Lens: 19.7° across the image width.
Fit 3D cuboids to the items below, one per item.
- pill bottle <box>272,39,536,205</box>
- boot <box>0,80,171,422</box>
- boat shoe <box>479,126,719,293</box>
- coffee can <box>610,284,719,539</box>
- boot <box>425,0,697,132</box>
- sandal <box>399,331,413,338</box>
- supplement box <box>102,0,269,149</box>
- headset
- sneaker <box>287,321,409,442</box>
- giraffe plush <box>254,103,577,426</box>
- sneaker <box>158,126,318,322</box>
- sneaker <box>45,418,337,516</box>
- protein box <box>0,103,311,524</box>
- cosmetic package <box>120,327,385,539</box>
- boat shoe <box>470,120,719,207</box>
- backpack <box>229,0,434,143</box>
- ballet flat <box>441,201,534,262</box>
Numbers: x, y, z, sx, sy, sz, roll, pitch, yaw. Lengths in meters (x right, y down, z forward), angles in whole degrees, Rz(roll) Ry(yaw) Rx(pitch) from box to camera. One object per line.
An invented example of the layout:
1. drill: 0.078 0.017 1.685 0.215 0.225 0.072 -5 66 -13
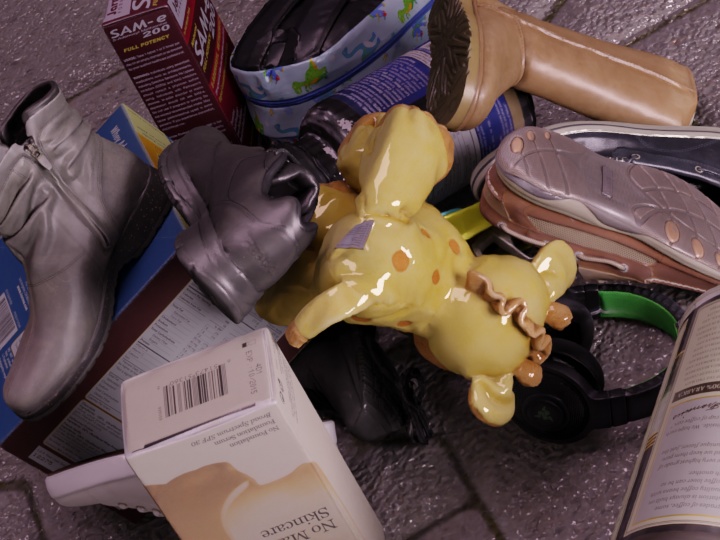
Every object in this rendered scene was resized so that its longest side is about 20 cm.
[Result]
1. pill bottle: 0.025 -0.095 1.564 0.200 0.112 0.112 -31 36 -21
2. boot: -0.217 -0.014 1.358 0.068 0.131 0.201 7 68 50
3. boat shoe: 0.172 -0.029 1.397 0.072 0.199 0.076 -57 12 42
4. coffee can: 0.227 0.124 1.181 0.146 0.147 0.200 -1 45 30
5. boot: 0.150 -0.131 1.490 0.175 0.199 0.066 -87 22 -50
6. sandal: 0.000 0.000 1.437 0.055 0.199 0.082 -63 20 20
7. supplement box: -0.138 -0.159 1.687 0.061 0.200 0.109 -16 39 14
8. headset: 0.125 0.071 1.387 0.199 0.094 0.124 -7 35 2
9. sneaker: -0.025 0.070 1.472 0.091 0.076 0.200 -33 28 4
10. giraffe plush: 0.048 0.006 1.311 0.173 0.162 0.200 -57 15 8
11. sneaker: -0.071 -0.044 1.316 0.091 0.076 0.200 -37 31 8
12. sneaker: -0.111 0.153 1.391 0.199 0.085 0.073 -8 1 5
13. protein box: -0.167 0.029 1.494 0.200 0.135 0.199 -46 36 10
14. cosmetic package: -0.062 0.140 1.297 0.105 0.200 0.071 -22 39 9
15. boat shoe: 0.177 -0.061 1.451 0.199 0.075 0.062 -2 54 -10
16. backpack: -0.018 -0.185 1.710 0.163 0.154 0.200 3 25 31
17. ballet flat: 0.095 -0.021 1.504 0.200 0.067 0.067 -29 59 -5
